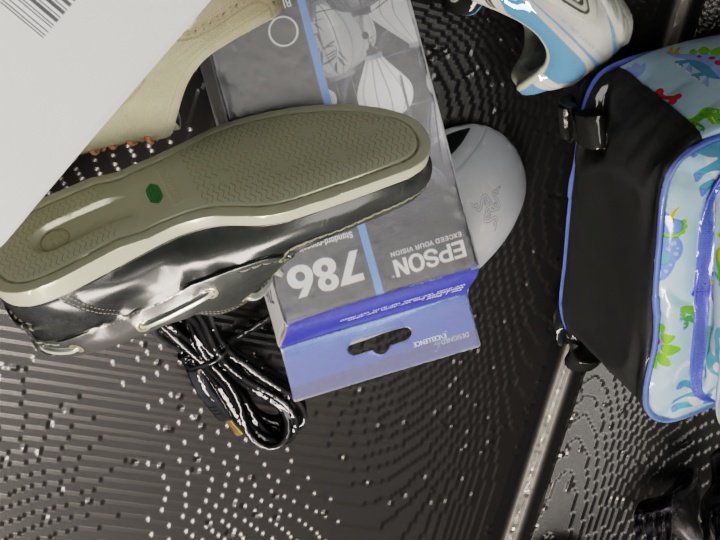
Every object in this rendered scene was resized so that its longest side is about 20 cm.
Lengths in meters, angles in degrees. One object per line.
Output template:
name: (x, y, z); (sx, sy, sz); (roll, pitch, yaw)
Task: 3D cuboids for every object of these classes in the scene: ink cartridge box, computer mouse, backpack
ink cartridge box: (-0.008, -0.045, 0.966); (0.099, 0.039, 0.200); (-18, 98, -12)
computer mouse: (0.000, 0.000, 1.014); (0.200, 0.044, 0.110); (-35, 116, -6)
backpack: (0.213, -0.024, 1.023); (0.200, 0.147, 0.183); (-21, 132, -22)

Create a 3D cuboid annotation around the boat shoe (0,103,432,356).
boat shoe: (-0.062, -0.017, 0.919); (0.200, 0.072, 0.068); (-20, 132, 2)

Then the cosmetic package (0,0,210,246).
cosmetic package: (-0.142, -0.144, 0.819); (0.123, 0.200, 0.199); (40, 92, -30)

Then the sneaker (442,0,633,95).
sneaker: (0.053, -0.165, 0.963); (0.072, 0.072, 0.200); (-36, 114, 2)

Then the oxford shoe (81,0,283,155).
oxford shoe: (-0.119, -0.070, 0.911); (0.200, 0.071, 0.074); (-42, 111, 16)

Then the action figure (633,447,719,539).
action figure: (0.237, 0.184, 1.135); (0.200, 0.119, 0.102); (38, 56, -23)
